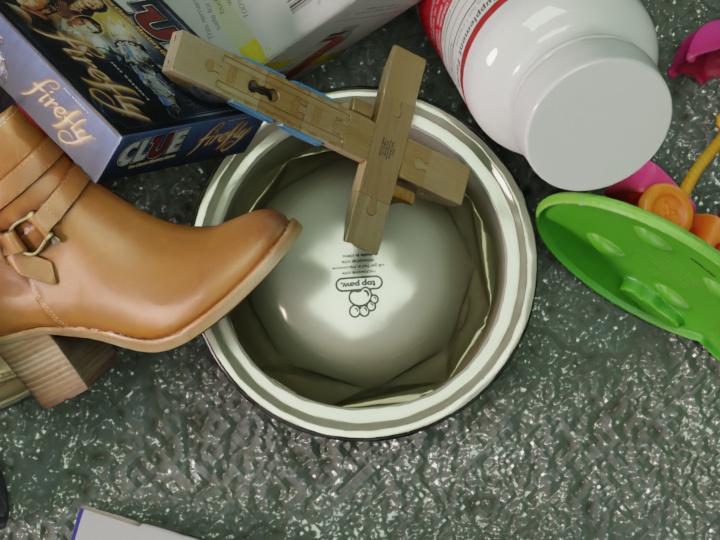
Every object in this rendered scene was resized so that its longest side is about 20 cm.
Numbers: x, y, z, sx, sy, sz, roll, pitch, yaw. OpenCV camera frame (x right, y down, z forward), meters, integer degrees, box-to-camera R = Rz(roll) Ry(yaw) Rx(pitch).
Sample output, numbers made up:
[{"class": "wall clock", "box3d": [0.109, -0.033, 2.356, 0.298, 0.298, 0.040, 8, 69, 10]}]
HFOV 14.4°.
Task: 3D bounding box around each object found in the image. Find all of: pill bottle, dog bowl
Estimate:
[{"class": "pill bottle", "box3d": [0.098, -0.136, 1.589, 0.112, 0.113, 0.200, -22, 41, -4]}, {"class": "dog bowl", "box3d": [0.000, 0.000, 1.637, 0.198, 0.074, 0.202, 0, 82, -2]}]

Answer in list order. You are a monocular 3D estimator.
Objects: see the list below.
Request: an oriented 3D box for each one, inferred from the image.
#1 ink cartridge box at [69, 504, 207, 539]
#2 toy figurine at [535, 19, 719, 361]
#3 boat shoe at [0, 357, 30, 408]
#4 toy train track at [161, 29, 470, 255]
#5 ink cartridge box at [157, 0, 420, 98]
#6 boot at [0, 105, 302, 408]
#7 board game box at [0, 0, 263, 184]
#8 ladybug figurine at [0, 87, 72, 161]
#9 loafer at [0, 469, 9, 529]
[{"class": "ink cartridge box", "box3d": [-0.099, 0.249, 1.587, 0.199, 0.047, 0.199, 13, 84, 38]}, {"class": "toy figurine", "box3d": [0.225, -0.058, 1.634, 0.200, 0.150, 0.185, 36, 72, -18]}, {"class": "boat shoe", "box3d": [-0.247, 0.051, 1.625, 0.199, 0.069, 0.074, -20, 83, -4]}, {"class": "toy train track", "box3d": [-0.027, -0.080, 1.558, 0.199, 0.032, 0.116, 24, 73, -32]}, {"class": "ink cartridge box", "box3d": [-0.052, -0.188, 1.601, 0.083, 0.200, 0.146, -15, 79, -48]}, {"class": "boot", "box3d": [-0.144, -0.026, 1.551, 0.199, 0.074, 0.155, -28, 102, 20]}, {"class": "board game box", "box3d": [-0.159, -0.133, 1.555, 0.200, 0.135, 0.035, 45, 120, 19]}, {"class": "ladybug figurine", "box3d": [-0.218, -0.104, 1.625, 0.135, 0.072, 0.201, -23, 98, -21]}, {"class": "loafer", "box3d": [-0.261, 0.089, 1.569, 0.063, 0.200, 0.072, -19, 47, 12]}]
